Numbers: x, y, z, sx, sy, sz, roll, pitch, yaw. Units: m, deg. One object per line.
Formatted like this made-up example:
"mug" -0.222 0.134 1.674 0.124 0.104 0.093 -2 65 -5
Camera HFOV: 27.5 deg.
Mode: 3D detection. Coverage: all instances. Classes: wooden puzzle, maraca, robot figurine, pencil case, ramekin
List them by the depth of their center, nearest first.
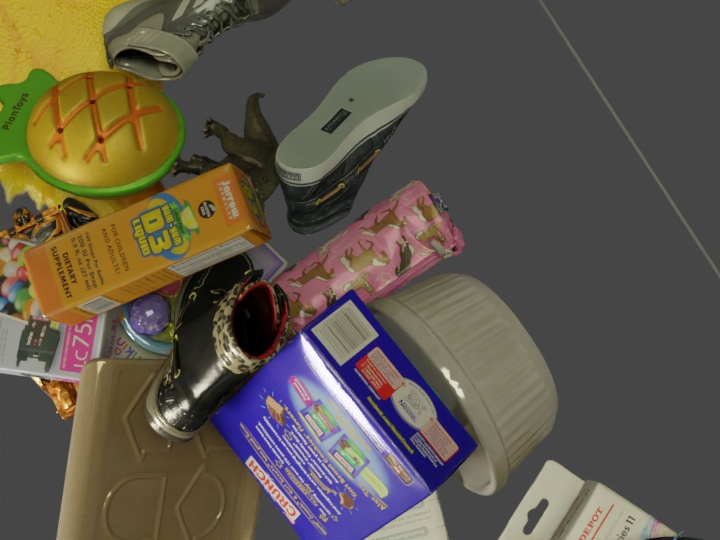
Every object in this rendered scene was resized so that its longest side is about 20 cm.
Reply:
"ramekin" 0.093 0.094 1.325 0.094 0.202 0.203 -32 85 -16
"wooden puzzle" -0.176 0.169 1.329 0.199 0.046 0.186 5 96 -39
"maraca" -0.260 -0.131 1.380 0.199 0.107 0.138 14 56 12
"robot figurine" -0.277 0.028 1.382 0.144 0.058 0.201 -27 85 -10
"pencil case" 0.000 0.000 1.383 0.200 0.087 0.083 -35 100 -4

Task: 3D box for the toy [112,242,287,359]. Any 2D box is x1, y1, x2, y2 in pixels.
"toy" -0.166 0.017 1.362 0.115 0.047 0.200 44 63 -3

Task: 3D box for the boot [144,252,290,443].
"boot" -0.105 0.036 1.259 0.073 0.154 0.204 31 48 -16

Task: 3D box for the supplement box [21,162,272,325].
"supplement box" -0.181 -0.022 1.256 0.199 0.069 0.067 -23 77 5

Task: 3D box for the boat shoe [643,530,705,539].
"boat shoe" 0.231 0.284 1.296 0.199 0.069 0.085 -14 86 -3

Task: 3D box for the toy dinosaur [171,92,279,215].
"toy dinosaur" -0.116 -0.089 1.380 0.102 0.077 0.200 22 40 6

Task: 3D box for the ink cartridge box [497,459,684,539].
"ink cartridge box" 0.233 0.274 1.366 0.199 0.067 0.117 33 84 2

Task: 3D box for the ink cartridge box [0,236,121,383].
"ink cartridge box" -0.315 0.032 1.324 0.199 0.042 0.120 6 80 12

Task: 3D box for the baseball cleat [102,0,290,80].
"baseball cleat" -0.146 -0.231 1.400 0.199 0.070 0.107 -18 49 5

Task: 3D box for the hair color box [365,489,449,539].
"hair color box" 0.038 0.279 1.364 0.098 0.061 0.201 -13 85 -3

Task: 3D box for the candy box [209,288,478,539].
"candy box" -0.020 0.137 1.248 0.169 0.200 0.077 51 50 3

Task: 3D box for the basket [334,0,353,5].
"basket" 0.015 -0.355 1.378 0.200 0.176 0.139 -35 80 5

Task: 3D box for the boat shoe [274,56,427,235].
"boat shoe" -0.009 -0.122 1.408 0.071 0.091 0.200 30 55 27
